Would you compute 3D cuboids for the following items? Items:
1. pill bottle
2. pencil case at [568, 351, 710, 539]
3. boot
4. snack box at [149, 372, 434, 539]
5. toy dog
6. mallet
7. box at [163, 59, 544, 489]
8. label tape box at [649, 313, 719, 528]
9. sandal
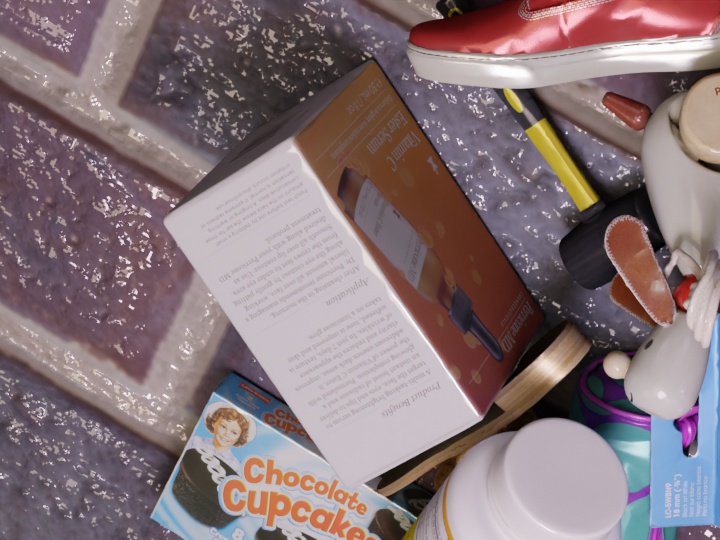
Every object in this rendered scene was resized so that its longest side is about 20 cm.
[{"bbox_3d":[0.086,0.169,1.520,0.109,0.109,0.200,35,142,3],"label":"pill bottle"},{"bbox_3d":[0.164,0.155,1.577,0.092,0.085,0.201,30,125,44],"label":"pencil case"},{"bbox_3d":[0.118,-0.183,1.448,0.199,0.072,0.145,-7,110,7],"label":"boot"},{"bbox_3d":[-0.030,0.167,1.686,0.199,0.037,0.116,31,119,6],"label":"snack box"},{"bbox_3d":[0.168,-0.028,1.437,0.096,0.201,0.132,14,149,10],"label":"toy dog"},{"bbox_3d":[0.117,-0.086,1.521,0.066,0.041,0.201,-25,98,27],"label":"mallet"},{"bbox_3d":[0.000,0.000,1.534,0.106,0.152,0.200,-30,101,28],"label":"box"},{"bbox_3d":[0.273,0.096,1.482,0.199,0.063,0.145,-5,113,-5],"label":"label tape box"},{"bbox_3d":[0.089,0.111,1.573,0.070,0.078,0.212,44,136,-2],"label":"sandal"}]
